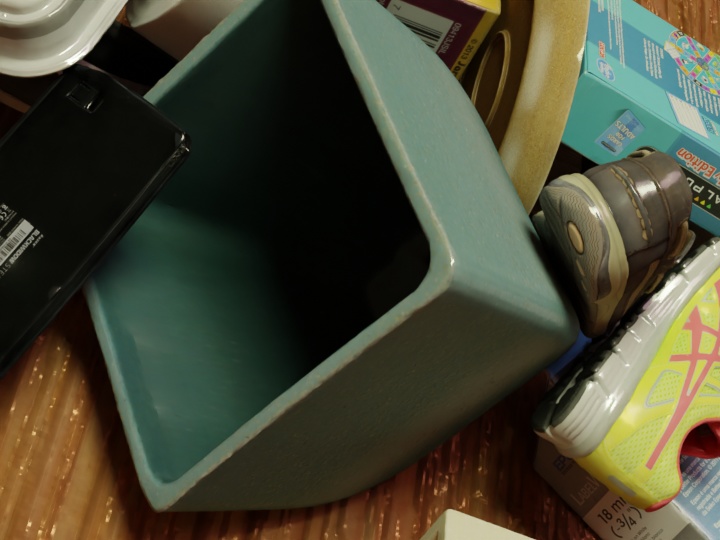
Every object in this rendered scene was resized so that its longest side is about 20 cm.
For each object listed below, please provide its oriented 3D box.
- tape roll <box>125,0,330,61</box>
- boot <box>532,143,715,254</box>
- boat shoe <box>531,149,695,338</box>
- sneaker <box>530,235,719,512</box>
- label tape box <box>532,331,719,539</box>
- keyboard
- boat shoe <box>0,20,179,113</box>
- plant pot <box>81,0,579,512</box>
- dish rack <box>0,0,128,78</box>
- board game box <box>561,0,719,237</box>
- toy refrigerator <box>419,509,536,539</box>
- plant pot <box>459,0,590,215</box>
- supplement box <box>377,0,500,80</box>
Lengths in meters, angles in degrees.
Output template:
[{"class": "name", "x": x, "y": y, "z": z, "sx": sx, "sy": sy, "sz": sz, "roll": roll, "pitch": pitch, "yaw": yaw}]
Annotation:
[{"class": "tape roll", "x": -0.043, "y": -0.197, "z": 0.867, "sx": 0.070, "sy": 0.202, "sz": 0.204, "roll": 33, "pitch": 40, "yaw": -23}, {"class": "boot", "x": 0.179, "y": -0.069, "z": 1.045, "sx": 0.198, "sy": 0.077, "sz": 0.156, "roll": 22, "pitch": 40, "yaw": -4}, {"class": "boat shoe", "x": 0.134, "y": -0.014, "z": 0.817, "sx": 0.073, "sy": 0.200, "sz": 0.075, "roll": -24, "pitch": 84, "yaw": 2}, {"class": "sneaker", "x": 0.170, "y": 0.057, "z": 0.868, "sx": 0.090, "sy": 0.078, "sz": 0.200, "roll": 46, "pitch": 50, "yaw": 1}, {"class": "label tape box", "x": 0.173, "y": 0.089, "z": 0.933, "sx": 0.200, "sy": 0.063, "sz": 0.144, "roll": 46, "pitch": 44, "yaw": 12}, {"class": "keyboard", "x": -0.175, "y": -0.011, "z": 0.764, "sx": 0.104, "sy": 0.040, "sz": 0.200, "roll": 37, "pitch": 76, "yaw": 12}, {"class": "boat shoe", "x": -0.120, "y": -0.097, "z": 0.891, "sx": 0.198, "sy": 0.057, "sz": 0.068, "roll": 20, "pitch": 50, "yaw": -36}, {"class": "plant pot", "x": 0.000, "y": 0.000, "z": 0.812, "sx": 0.199, "sy": 0.195, "sz": 0.198, "roll": 19, "pitch": 40, "yaw": -49}, {"class": "dish rack", "x": -0.198, "y": -0.186, "z": 0.822, "sx": 0.198, "sy": 0.044, "sz": 0.173, "roll": 15, "pitch": 55, "yaw": 19}, {"class": "board game box", "x": 0.204, "y": -0.086, "z": 0.980, "sx": 0.199, "sy": 0.047, "sz": 0.152, "roll": 30, "pitch": 31, "yaw": -11}, {"class": "toy refrigerator", "x": 0.042, "y": 0.217, "z": 0.727, "sx": 0.069, "sy": 0.076, "sz": 0.202, "roll": 21, "pitch": 45, "yaw": -15}, {"class": "plant pot", "x": 0.086, "y": -0.108, "z": 0.955, "sx": 0.027, "sy": 0.201, "sz": 0.202, "roll": 14, "pitch": 46, "yaw": -11}, {"class": "supplement box", "x": 0.018, "y": -0.200, "z": 1.042, "sx": 0.102, "sy": 0.131, "sz": 0.202, "roll": 18, "pitch": 44, "yaw": -15}]
